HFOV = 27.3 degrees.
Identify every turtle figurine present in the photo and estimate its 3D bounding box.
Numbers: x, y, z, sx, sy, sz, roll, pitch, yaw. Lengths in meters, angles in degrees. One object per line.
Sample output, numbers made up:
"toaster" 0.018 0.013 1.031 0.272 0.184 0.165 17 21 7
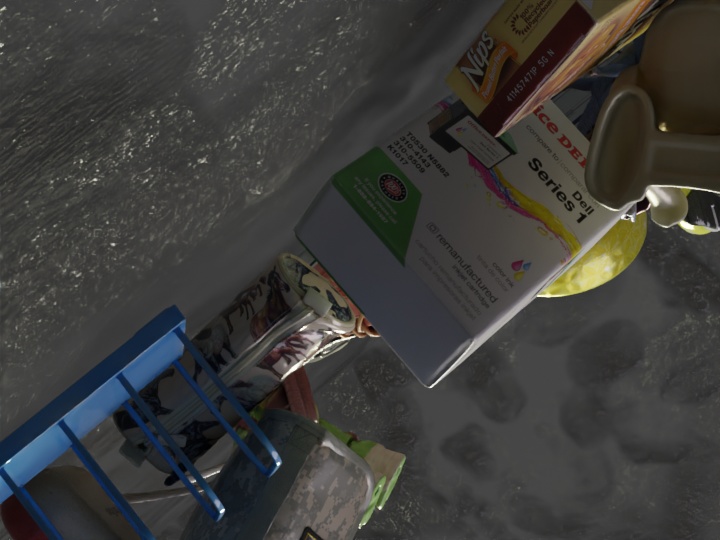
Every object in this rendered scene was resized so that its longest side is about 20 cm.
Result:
"turtle figurine" -0.073 0.172 1.309 0.201 0.192 0.144 -59 167 -18

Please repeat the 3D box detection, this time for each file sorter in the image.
"file sorter" -0.164 0.143 0.967 0.199 0.123 0.139 -39 174 -14

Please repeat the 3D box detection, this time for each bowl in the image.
"bowl" 0.186 -0.083 1.481 0.200 0.200 0.108 -38 142 -22

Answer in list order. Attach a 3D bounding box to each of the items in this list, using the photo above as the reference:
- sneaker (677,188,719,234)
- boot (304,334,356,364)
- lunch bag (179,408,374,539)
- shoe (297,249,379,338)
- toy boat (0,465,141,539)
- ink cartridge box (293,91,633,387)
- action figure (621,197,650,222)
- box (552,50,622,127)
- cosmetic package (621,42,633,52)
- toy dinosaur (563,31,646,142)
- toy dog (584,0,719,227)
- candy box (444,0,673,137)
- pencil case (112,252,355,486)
"sneaker" 0.255 -0.080 1.216 0.089 0.079 0.200 -12 -158 16
"boot" -0.020 0.049 1.518 0.180 0.073 0.200 -27 171 12
"lunch bag" -0.072 0.201 1.122 0.165 0.117 0.200 -59 178 -14
"shoe" -0.007 0.025 1.143 0.200 0.091 0.071 -46 145 7
"toy boat" -0.233 0.234 1.144 0.131 0.131 0.200 -45 175 -5
"ink cartridge box" 0.076 -0.039 1.036 0.199 0.145 0.084 -37 172 -36
"action figure" 0.245 -0.150 1.379 0.201 0.133 0.149 -61 173 -16
"box" 0.200 -0.122 1.206 0.121 0.033 0.200 -39 -145 -9
"cosmetic package" 0.330 -0.187 1.260 0.199 0.112 0.082 21 -88 57
"toy dinosaur" 0.205 -0.145 1.132 0.184 0.198 0.105 -70 160 -5
"toy dog" 0.243 -0.117 1.029 0.138 0.197 0.200 -3 -178 23
"candy box" 0.151 -0.173 0.948 0.199 0.055 0.116 -36 172 -42
"pencil case" -0.094 0.070 1.099 0.200 0.078 0.090 -41 -163 16
